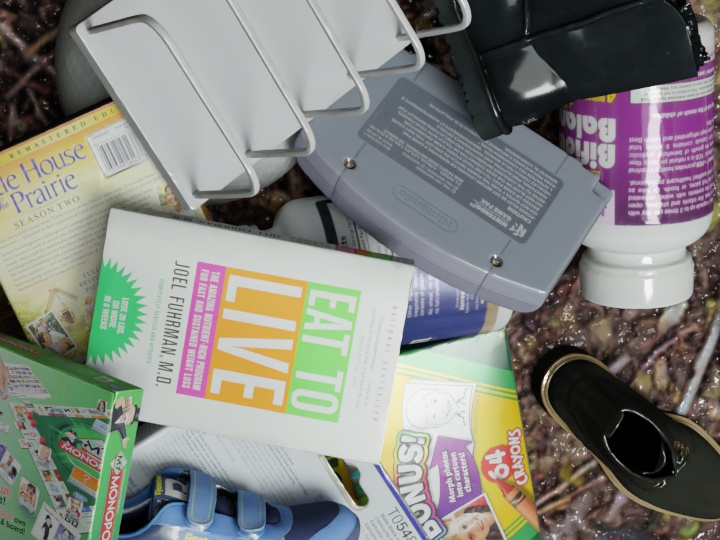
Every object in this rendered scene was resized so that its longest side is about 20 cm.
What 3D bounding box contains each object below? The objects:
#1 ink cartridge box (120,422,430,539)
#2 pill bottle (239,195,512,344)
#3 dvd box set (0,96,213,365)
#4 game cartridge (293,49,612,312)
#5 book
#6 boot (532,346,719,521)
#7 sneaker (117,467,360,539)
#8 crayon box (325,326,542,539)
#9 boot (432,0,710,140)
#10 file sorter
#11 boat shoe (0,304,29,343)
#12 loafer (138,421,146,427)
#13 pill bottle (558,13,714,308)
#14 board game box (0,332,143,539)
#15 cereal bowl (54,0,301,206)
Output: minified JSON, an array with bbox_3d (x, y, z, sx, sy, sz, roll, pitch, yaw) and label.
[{"bbox_3d":[-0.074,0.173,1.400,0.199,0.041,0.200,-30,108,4],"label":"ink cartridge box"},{"bbox_3d":[0.000,0.000,1.427,0.198,0.111,0.112,-7,106,-12],"label":"pill bottle"},{"bbox_3d":[-0.164,-0.004,1.345,0.145,0.029,0.201,-24,103,4],"label":"dvd box set"},{"bbox_3d":[0.060,-0.062,1.381,0.199,0.041,0.134,34,52,5],"label":"game cartridge"},{"bbox_3d":[-0.073,0.040,1.321,0.198,0.048,0.135,10,100,-1],"label":"book"},{"bbox_3d":[0.224,0.146,1.510,0.199,0.138,0.078,32,95,-21],"label":"boot"},{"bbox_3d":[-0.099,0.172,1.338,0.198,0.074,0.083,-9,106,-5],"label":"sneaker"},{"bbox_3d":[0.035,0.147,1.502,0.171,0.058,0.202,-15,109,-11],"label":"crayon box"},{"bbox_3d":[0.130,-0.201,1.355,0.167,0.076,0.202,-19,88,12],"label":"boot"},{"bbox_3d":[-0.049,-0.152,1.280,0.200,0.124,0.139,-39,108,-22],"label":"file sorter"},{"bbox_3d":[-0.221,0.051,1.405,0.199,0.070,0.071,-37,107,-2],"label":"boat shoe"},{"bbox_3d":[-0.179,0.113,1.433,0.199,0.068,0.076,-32,119,-12],"label":"loafer"},{"bbox_3d":[0.197,-0.080,1.457,0.111,0.112,0.202,-6,105,-13],"label":"pill bottle"},{"bbox_3d":[-0.233,0.114,1.332,0.029,0.199,0.136,-2,107,-54],"label":"board game box"},{"bbox_3d":[-0.106,-0.137,1.380,0.198,0.083,0.202,-4,106,-14],"label":"cereal bowl"}]
